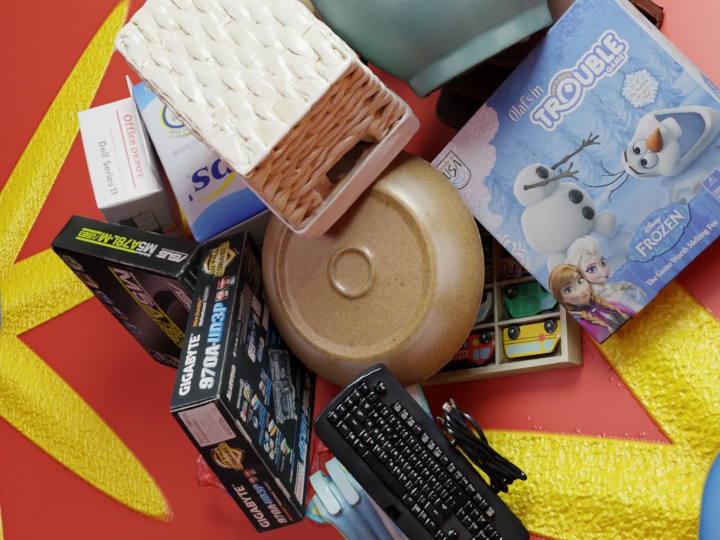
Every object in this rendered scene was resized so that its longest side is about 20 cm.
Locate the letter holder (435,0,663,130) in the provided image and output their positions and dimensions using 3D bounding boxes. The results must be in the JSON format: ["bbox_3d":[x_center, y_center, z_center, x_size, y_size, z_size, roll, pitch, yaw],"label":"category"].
[{"bbox_3d":[0.130,-0.181,1.081,0.199,0.100,0.143,20,94,40],"label":"letter holder"}]

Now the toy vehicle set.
[{"bbox_3d":[0.096,0.031,1.104,0.199,0.026,0.125,-12,72,37],"label":"toy vehicle set"}]

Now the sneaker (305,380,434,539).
[{"bbox_3d":[0.000,0.144,1.071,0.130,0.080,0.201,-19,81,2],"label":"sneaker"}]

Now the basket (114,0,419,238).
[{"bbox_3d":[-0.075,-0.145,0.987,0.136,0.123,0.200,-46,62,2],"label":"basket"}]

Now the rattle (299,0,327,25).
[{"bbox_3d":[-0.018,-0.301,1.230,0.142,0.131,0.200,-33,29,-18],"label":"rattle"}]

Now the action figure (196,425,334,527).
[{"bbox_3d":[-0.063,0.176,1.173,0.199,0.065,0.100,12,96,40],"label":"action figure"}]

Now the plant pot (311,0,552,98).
[{"bbox_3d":[0.065,-0.216,0.971,0.199,0.200,0.135,-26,94,32],"label":"plant pot"}]

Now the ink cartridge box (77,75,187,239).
[{"bbox_3d":[-0.230,-0.092,1.287,0.067,0.200,0.118,-16,64,-4],"label":"ink cartridge box"}]

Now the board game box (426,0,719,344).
[{"bbox_3d":[0.186,-0.081,0.976,0.199,0.043,0.200,45,118,6],"label":"board game box"}]

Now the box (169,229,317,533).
[{"bbox_3d":[-0.090,0.089,1.067,0.046,0.159,0.201,-16,39,16],"label":"box"}]

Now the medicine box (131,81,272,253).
[{"bbox_3d":[-0.091,-0.117,1.197,0.181,0.103,0.201,-28,59,0],"label":"medicine box"}]

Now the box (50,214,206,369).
[{"bbox_3d":[-0.174,0.037,1.216,0.192,0.200,0.048,15,61,41],"label":"box"}]

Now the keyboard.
[{"bbox_3d":[0.062,0.157,0.997,0.104,0.200,0.040,-45,16,-13],"label":"keyboard"}]

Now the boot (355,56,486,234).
[{"bbox_3d":[0.022,-0.097,1.075,0.198,0.069,0.175,-19,100,-2],"label":"boot"}]

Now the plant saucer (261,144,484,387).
[{"bbox_3d":[0.000,0.000,1.022,0.199,0.035,0.202,2,94,24],"label":"plant saucer"}]
